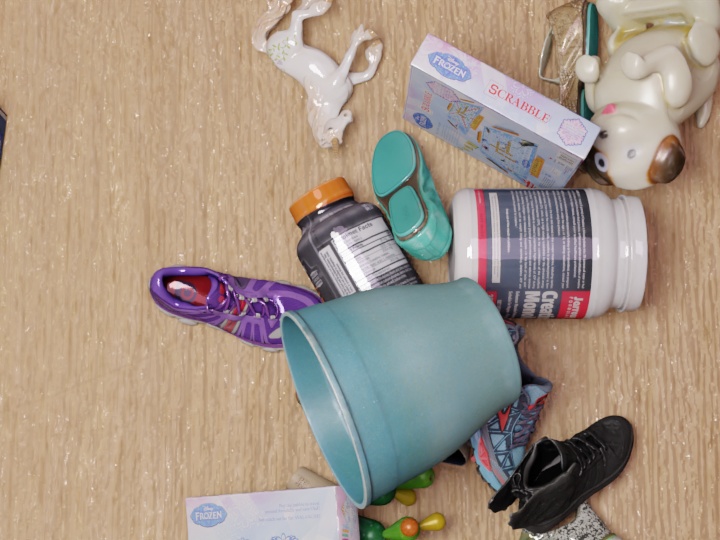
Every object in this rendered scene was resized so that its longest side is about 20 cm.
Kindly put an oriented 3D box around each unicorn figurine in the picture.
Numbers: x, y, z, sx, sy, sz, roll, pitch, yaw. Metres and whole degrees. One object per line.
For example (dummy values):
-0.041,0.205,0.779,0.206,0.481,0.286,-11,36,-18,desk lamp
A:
-0.042,-0.226,1.485,0.200,0.074,0.138,41,93,20,unicorn figurine

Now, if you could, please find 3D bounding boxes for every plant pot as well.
0.046,0.102,1.280,0.187,0.200,0.201,-21,82,-13,plant pot

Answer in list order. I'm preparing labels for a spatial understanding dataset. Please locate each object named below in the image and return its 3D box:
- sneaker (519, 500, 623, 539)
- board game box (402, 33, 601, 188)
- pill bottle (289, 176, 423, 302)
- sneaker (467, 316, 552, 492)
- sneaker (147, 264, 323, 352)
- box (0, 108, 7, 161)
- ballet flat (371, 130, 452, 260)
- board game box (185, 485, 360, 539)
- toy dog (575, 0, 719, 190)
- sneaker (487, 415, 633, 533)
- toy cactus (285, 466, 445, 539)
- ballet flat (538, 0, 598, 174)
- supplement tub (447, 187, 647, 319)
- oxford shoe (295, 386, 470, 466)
0.184,0.313,1.410,0.199,0.077,0.089,-27,71,-9,sneaker
0.143,-0.157,1.404,0.199,0.200,0.041,29,81,3,board game box
0.000,0.000,1.429,0.106,0.106,0.201,-29,83,-4,pill bottle
0.158,0.146,1.392,0.095,0.079,0.201,-11,103,23,sneaker
-0.135,0.039,1.435,0.199,0.083,0.081,9,82,0,sneaker
-0.440,-0.088,1.459,0.064,0.070,0.201,5,82,-1,box
0.057,-0.075,1.435,0.067,0.200,0.070,-34,124,16,ballet flat
-0.088,0.328,1.365,0.199,0.043,0.200,-10,81,33,board game box
0.304,-0.181,1.426,0.139,0.194,0.201,7,61,34,toy dog
0.214,0.205,1.380,0.200,0.104,0.060,-40,55,-18,sneaker
-0.011,0.273,1.405,0.165,0.102,0.200,35,92,15,toy cactus
0.234,-0.205,1.487,0.065,0.070,0.201,-3,78,26,ballet flat
0.196,-0.018,1.414,0.199,0.140,0.141,0,82,0,supplement tub
0.029,0.157,1.393,0.199,0.071,0.075,11,42,-13,oxford shoe
